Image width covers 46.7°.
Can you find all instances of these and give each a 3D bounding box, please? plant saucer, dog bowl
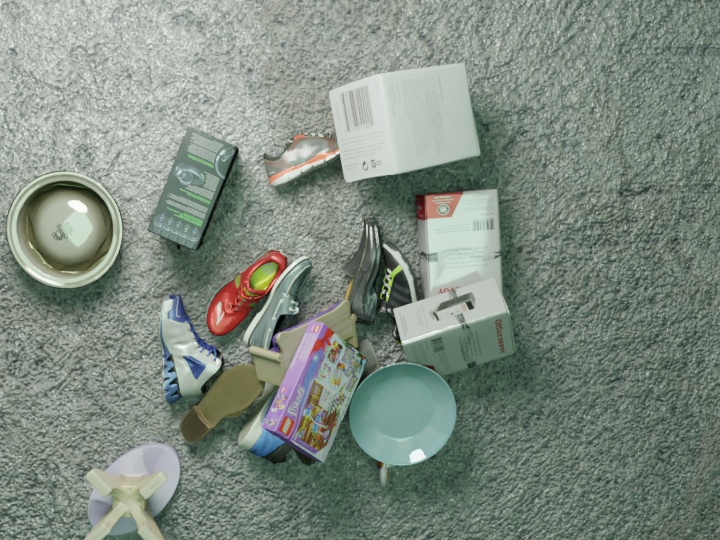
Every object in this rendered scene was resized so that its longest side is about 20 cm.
[{"bbox_3d":[0.076,0.257,1.529,0.196,0.039,0.206,-1,107,-3],"label":"plant saucer"},{"bbox_3d":[-0.514,-0.074,1.472,0.195,0.074,0.205,-1,96,-9],"label":"dog bowl"}]

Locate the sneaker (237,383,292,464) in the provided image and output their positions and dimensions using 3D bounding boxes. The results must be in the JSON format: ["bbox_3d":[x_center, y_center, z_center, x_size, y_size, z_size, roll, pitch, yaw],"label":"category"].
[{"bbox_3d":[-0.133,0.265,1.564,0.110,0.077,0.202,34,82,-17],"label":"sneaker"}]

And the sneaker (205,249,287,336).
[{"bbox_3d":[-0.211,0.038,1.524,0.077,0.085,0.201,42,88,-9],"label":"sneaker"}]

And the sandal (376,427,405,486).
[{"bbox_3d":[0.065,0.311,1.595,0.058,0.079,0.212,3,93,-6],"label":"sandal"}]

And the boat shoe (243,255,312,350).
[{"bbox_3d":[-0.139,0.069,1.537,0.061,0.073,0.202,36,97,21],"label":"boat shoe"}]

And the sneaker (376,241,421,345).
[{"bbox_3d":[0.066,0.049,1.563,0.081,0.072,0.204,-22,106,-10],"label":"sneaker"}]

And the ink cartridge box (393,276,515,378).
[{"bbox_3d":[0.173,0.111,1.521,0.196,0.084,0.148,-17,140,3],"label":"ink cartridge box"}]

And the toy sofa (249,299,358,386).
[{"bbox_3d":[-0.100,0.121,1.497,0.198,0.082,0.100,-26,114,-41],"label":"toy sofa"}]

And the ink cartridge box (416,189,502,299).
[{"bbox_3d":[0.185,-0.046,1.570,0.143,0.083,0.205,-4,97,-9],"label":"ink cartridge box"}]

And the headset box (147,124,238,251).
[{"bbox_3d":[-0.290,-0.135,1.450,0.091,0.174,0.204,22,91,-9],"label":"headset box"}]

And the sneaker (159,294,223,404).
[{"bbox_3d":[-0.308,0.140,1.528,0.112,0.081,0.204,-4,103,-12],"label":"sneaker"}]

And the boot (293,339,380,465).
[{"bbox_3d":[-0.045,0.242,1.545,0.198,0.072,0.186,-16,101,-40],"label":"boot"}]

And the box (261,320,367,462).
[{"bbox_3d":[-0.075,0.210,1.443,0.137,0.039,0.203,42,65,-40],"label":"box"}]

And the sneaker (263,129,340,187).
[{"bbox_3d":[-0.090,-0.228,1.526,0.197,0.077,0.083,-27,92,-6],"label":"sneaker"}]

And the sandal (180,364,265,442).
[{"bbox_3d":[-0.245,0.241,1.553,0.211,0.069,0.078,-40,77,17],"label":"sandal"}]

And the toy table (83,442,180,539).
[{"bbox_3d":[-0.417,0.412,1.511,0.183,0.117,0.201,37,90,-10],"label":"toy table"}]

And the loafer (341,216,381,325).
[{"bbox_3d":[0.000,0.000,1.562,0.071,0.073,0.205,4,93,-5],"label":"loafer"}]

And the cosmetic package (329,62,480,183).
[{"bbox_3d":[0.078,-0.259,1.468,0.197,0.164,0.169,-15,99,-33],"label":"cosmetic package"}]
